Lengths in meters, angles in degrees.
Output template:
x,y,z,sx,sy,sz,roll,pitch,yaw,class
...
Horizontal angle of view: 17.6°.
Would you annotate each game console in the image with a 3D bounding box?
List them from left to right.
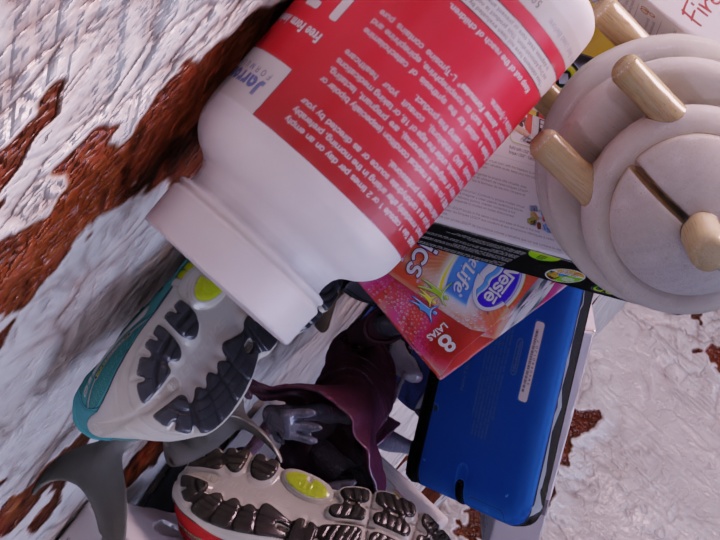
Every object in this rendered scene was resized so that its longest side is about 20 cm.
x,y,z,sx,sy,sz,roll,pitch,yaw,class
0.110,0.048,1.478,0.118,0.170,0.201,8,97,-38,game console

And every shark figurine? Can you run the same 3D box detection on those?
x,y,z,sx,sy,sz,roll,pitch,yaw,class
-0.090,0.091,1.317,0.128,0.089,0.214,-53,172,13,shark figurine

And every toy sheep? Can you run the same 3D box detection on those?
x,y,z,sx,sy,sz,roll,pitch,yaw,class
0.140,-0.046,1.058,0.138,0.137,0.200,-53,-167,23,toy sheep

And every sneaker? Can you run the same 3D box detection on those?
x,y,z,sx,sy,sz,roll,pitch,yaw,class
-0.078,0.017,1.186,0.079,0.078,0.200,-18,-160,44,sneaker
-0.024,0.174,1.448,0.077,0.199,0.085,-61,174,-32,sneaker

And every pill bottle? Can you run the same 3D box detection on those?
x,y,z,sx,sy,sz,roll,pitch,yaw,class
0.001,-0.070,1.029,0.200,0.112,0.112,-49,170,-4,pill bottle

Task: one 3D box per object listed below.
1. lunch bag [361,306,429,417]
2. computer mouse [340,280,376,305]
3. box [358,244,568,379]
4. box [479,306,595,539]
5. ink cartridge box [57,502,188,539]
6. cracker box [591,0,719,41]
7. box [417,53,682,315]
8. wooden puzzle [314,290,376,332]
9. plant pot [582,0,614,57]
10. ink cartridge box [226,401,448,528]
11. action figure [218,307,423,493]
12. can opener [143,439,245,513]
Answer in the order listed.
x,y,z,sx,sy,sz,roll,pitch,yaw,class
0.089,0.051,1.823,0.136,0.132,0.200,-51,170,12,lunch bag
0.000,0.000,1.392,0.058,0.034,0.200,-35,162,25,computer mouse
0.052,-0.030,1.261,0.095,0.100,0.200,-38,-171,12,box
0.120,0.081,1.630,0.156,0.041,0.201,-89,-170,-58,box
-0.168,0.251,1.467,0.200,0.084,0.145,-51,152,9,ink cartridge box
0.175,-0.174,1.147,0.134,0.200,0.058,-49,171,-10,cracker box
0.088,-0.055,1.146,0.035,0.199,0.111,-27,-129,61,box
0.050,-0.053,1.506,0.200,0.046,0.185,-46,170,-20,wooden puzzle
0.170,-0.149,1.310,0.188,0.201,0.201,-32,169,-4,plant pot
-0.045,0.197,1.735,0.147,0.145,0.200,-49,170,5,ink cartridge box
-0.011,0.092,1.545,0.200,0.148,0.135,-67,162,-61,action figure
-0.142,0.191,1.554,0.200,0.053,0.067,-55,169,25,can opener
